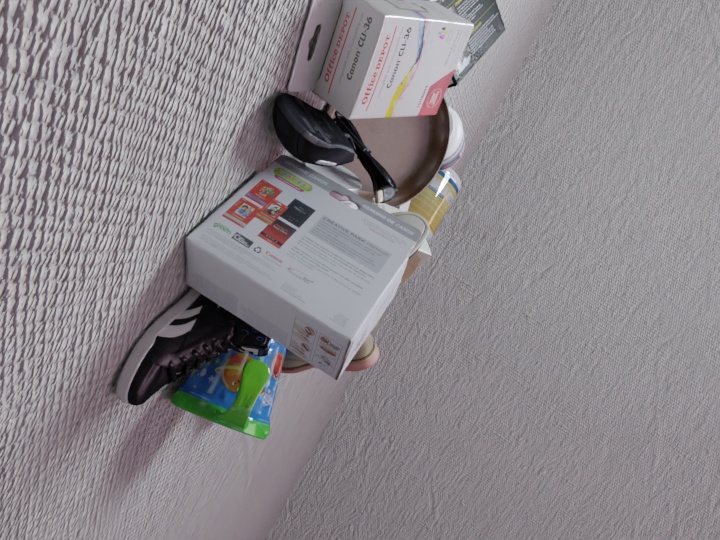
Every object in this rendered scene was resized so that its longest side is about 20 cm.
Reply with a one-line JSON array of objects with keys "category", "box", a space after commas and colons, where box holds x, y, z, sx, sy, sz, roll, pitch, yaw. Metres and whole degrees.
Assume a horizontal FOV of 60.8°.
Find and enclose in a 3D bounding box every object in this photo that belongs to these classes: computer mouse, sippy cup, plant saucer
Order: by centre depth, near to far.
[{"category": "computer mouse", "box": [-0.030, -0.126, 0.700, 0.046, 0.141, 0.200, -39, 173, 20]}, {"category": "sippy cup", "box": [-0.165, 0.140, 0.825, 0.140, 0.177, 0.131, 42, 65, -52]}, {"category": "plant saucer", "box": [0.032, -0.183, 0.843, 0.198, 0.032, 0.202, -13, 121, -22]}]

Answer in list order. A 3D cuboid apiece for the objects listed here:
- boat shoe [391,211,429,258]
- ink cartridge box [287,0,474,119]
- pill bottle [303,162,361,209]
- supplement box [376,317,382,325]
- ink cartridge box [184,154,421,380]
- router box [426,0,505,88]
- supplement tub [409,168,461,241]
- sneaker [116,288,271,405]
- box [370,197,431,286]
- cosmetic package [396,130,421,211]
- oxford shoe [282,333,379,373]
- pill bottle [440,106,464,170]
[{"category": "boat shoe", "box": [0.006, 0.001, 0.765, 0.200, 0.075, 0.062, -41, 152, -20]}, {"category": "ink cartridge box", "box": [0.025, -0.233, 0.674, 0.199, 0.067, 0.117, -17, 141, -43]}, {"category": "pill bottle", "box": [-0.070, -0.039, 0.805, 0.201, 0.112, 0.112, -65, 169, 27]}, {"category": "supplement box", "box": [-0.001, 0.027, 1.308, 0.201, 0.134, 0.200, -64, 170, 21]}, {"category": "ink cartridge box", "box": [-0.058, -0.013, 0.674, 0.176, 0.199, 0.084, -51, 168, -38]}, {"category": "router box", "box": [0.121, -0.351, 0.820, 0.200, 0.051, 0.150, -52, 125, -40]}, {"category": "supplement tub", "box": [0.127, -0.152, 1.415, 0.201, 0.144, 0.145, -59, 171, -9]}, {"category": "sneaker", "box": [-0.162, 0.081, 0.675, 0.201, 0.111, 0.073, -55, 169, -30]}, {"category": "box", "box": [0.000, 0.000, 0.896, 0.200, 0.094, 0.078, -47, -140, 30]}, {"category": "cosmetic package", "box": [0.027, -0.134, 0.959, 0.085, 0.107, 0.202, -37, 145, -69]}, {"category": "oxford shoe", "box": [-0.074, 0.099, 0.886, 0.071, 0.198, 0.074, -74, 152, -49]}, {"category": "pill bottle", "box": [0.151, -0.276, 1.253, 0.120, 0.119, 0.200, -61, 170, 6]}]
